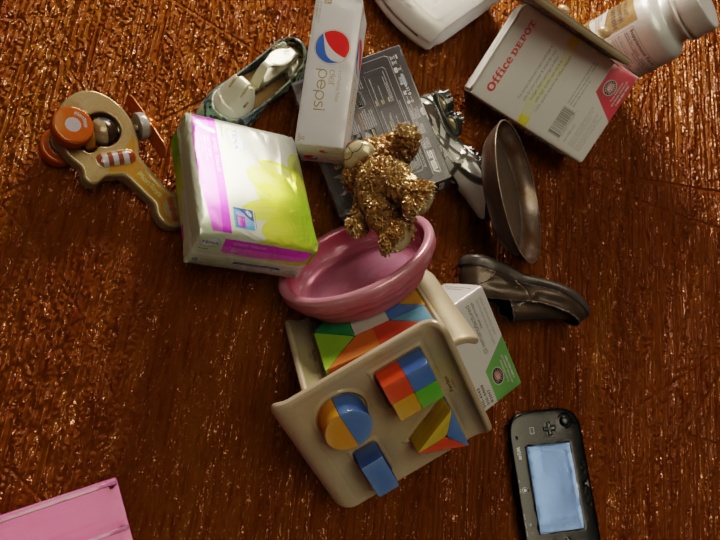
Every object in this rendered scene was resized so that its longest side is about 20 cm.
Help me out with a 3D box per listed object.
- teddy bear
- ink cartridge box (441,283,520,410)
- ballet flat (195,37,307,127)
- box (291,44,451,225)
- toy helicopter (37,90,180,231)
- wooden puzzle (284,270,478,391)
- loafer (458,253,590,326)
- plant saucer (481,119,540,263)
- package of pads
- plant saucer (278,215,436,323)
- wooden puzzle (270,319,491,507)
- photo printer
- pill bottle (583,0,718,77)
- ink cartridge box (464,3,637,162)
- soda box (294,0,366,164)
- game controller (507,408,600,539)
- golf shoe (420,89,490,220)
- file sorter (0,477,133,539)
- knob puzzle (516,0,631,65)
[{"bbox_3d":[0.025,-0.101,0.905,0.066,0.145,0.201,12,46,-26],"label":"teddy bear"},{"bbox_3d":[0.081,0.127,0.949,0.200,0.084,0.145,-32,106,-26],"label":"ink cartridge box"},{"bbox_3d":[-0.143,-0.244,1.014,0.074,0.074,0.200,43,64,-3],"label":"ballet flat"},{"bbox_3d":[0.014,-0.181,1.033,0.158,0.048,0.201,-21,80,-1],"label":"box"},{"bbox_3d":[-0.279,-0.135,0.939,0.200,0.079,0.132,48,54,-13],"label":"toy helicopter"},{"bbox_3d":[0.015,0.065,0.892,0.199,0.185,0.037,-20,116,-4],"label":"wooden puzzle"},{"bbox_3d":[0.219,0.042,1.064,0.199,0.073,0.071,20,78,-8],"label":"loafer"},{"bbox_3d":[0.207,-0.106,1.066,0.200,0.032,0.201,33,52,-55],"label":"plant saucer"},{"bbox_3d":[-0.138,-0.091,0.922,0.154,0.068,0.201,8,50,-31],"label":"package of pads"},{"bbox_3d":[0.000,0.000,0.937,0.200,0.200,0.051,-37,120,-26],"label":"plant saucer"},{"bbox_3d":[0.031,0.166,0.819,0.199,0.046,0.186,-27,125,1],"label":"wooden puzzle"},{"bbox_3d":[0.110,-0.437,1.167,0.200,0.069,0.167,-41,91,-25],"label":"photo printer"},{"bbox_3d":[0.427,-0.359,1.175,0.114,0.200,0.115,24,55,-39],"label":"pill bottle"},{"bbox_3d":[0.275,-0.276,1.135,0.199,0.083,0.145,31,103,-9],"label":"ink cartridge box"},{"bbox_3d":[-0.036,-0.242,0.985,0.063,0.068,0.201,6,81,5],"label":"soda box"},{"bbox_3d":[0.251,0.283,1.007,0.104,0.042,0.201,-1,73,-21],"label":"game controller"},{"bbox_3d":[0.121,-0.151,1.090,0.094,0.078,0.201,-26,86,-2],"label":"golf shoe"},{"bbox_3d":[-0.280,0.320,0.752,0.138,0.125,0.201,-14,79,-23],"label":"file sorter"},{"bbox_3d":[0.288,-0.370,1.108,0.219,0.220,0.031,29,108,-10],"label":"knob puzzle"}]
